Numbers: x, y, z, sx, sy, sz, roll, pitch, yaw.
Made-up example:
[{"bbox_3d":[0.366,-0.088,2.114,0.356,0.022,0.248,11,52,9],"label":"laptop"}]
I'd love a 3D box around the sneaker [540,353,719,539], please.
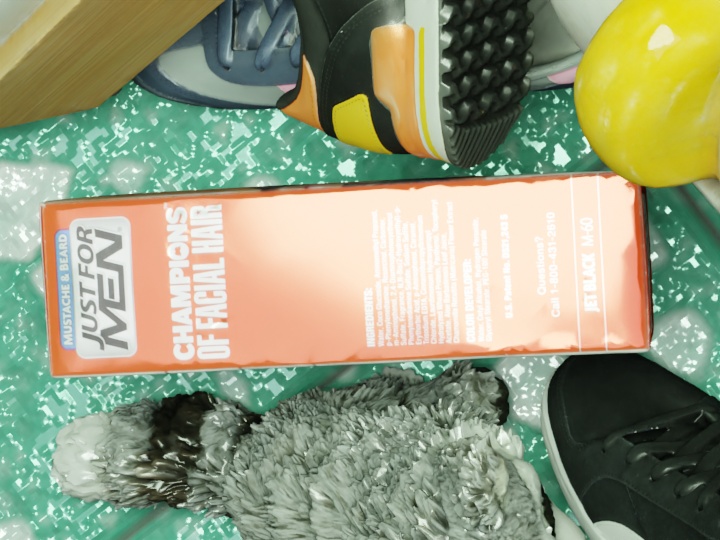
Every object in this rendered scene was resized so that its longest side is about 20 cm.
[{"bbox_3d":[0.130,0.071,0.784,0.073,0.112,0.200,-21,52,-20],"label":"sneaker"}]

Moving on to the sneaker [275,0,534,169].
[{"bbox_3d":[0.002,-0.133,0.757,0.090,0.070,0.201,8,109,30],"label":"sneaker"}]

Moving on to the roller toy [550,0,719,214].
[{"bbox_3d":[0.157,-0.093,0.690,0.183,0.200,0.140,-49,55,20],"label":"roller toy"}]

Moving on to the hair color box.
[{"bbox_3d":[0.000,0.000,0.834,0.199,0.111,0.064,-4,91,7],"label":"hair color box"}]

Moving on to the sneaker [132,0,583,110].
[{"bbox_3d":[0.004,-0.093,0.843,0.199,0.082,0.070,-5,93,8],"label":"sneaker"}]

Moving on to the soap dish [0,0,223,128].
[{"bbox_3d":[-0.088,-0.143,0.792,0.081,0.200,0.158,8,72,-26],"label":"soap dish"}]

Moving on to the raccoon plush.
[{"bbox_3d":[-0.019,0.090,0.828,0.199,0.134,0.097,-8,93,8],"label":"raccoon plush"}]
